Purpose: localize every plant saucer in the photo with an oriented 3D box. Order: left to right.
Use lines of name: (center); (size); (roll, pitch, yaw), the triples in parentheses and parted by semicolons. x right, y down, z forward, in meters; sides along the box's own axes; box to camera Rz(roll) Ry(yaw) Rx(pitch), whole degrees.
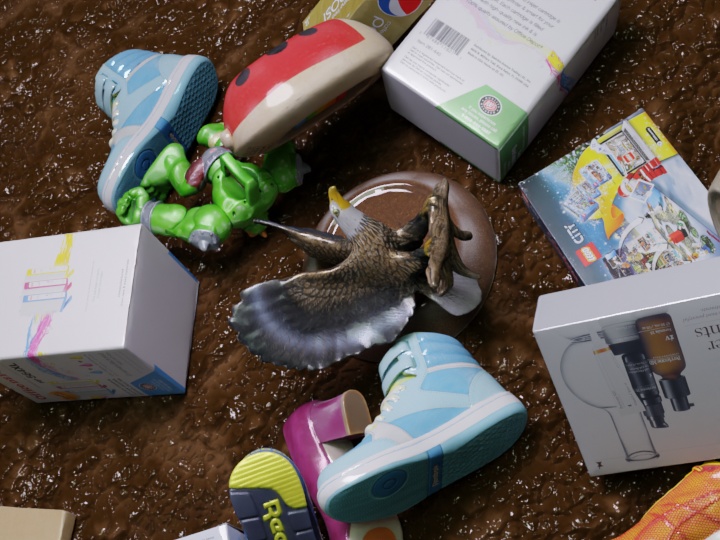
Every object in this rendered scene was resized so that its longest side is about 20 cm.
plant saucer: (0.030, -0.014, 1.026); (0.196, 0.037, 0.204); (-8, 64, 16)

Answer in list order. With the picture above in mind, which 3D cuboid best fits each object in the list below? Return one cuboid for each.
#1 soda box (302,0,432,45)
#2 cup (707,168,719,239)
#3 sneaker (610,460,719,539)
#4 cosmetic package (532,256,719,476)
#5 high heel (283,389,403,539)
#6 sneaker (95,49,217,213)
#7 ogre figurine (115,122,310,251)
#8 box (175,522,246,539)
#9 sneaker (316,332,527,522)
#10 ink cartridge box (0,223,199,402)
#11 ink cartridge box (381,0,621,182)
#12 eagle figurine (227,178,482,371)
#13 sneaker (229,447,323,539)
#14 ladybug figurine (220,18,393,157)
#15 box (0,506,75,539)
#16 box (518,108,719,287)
soda box: (0.019, -0.276, 1.076); (0.200, 0.063, 0.069); (-42, 44, 44)
cup: (0.356, -0.053, 0.827); (0.141, 0.201, 0.202); (-27, 59, 2)
sneaker: (0.262, 0.195, 0.833); (0.197, 0.074, 0.078); (-23, 39, 2)
cosmetic package: (0.249, 0.073, 0.819); (0.197, 0.152, 0.052); (-14, 30, 25)
high heel: (-0.023, 0.211, 0.934); (0.095, 0.067, 0.204); (-28, 68, 41)
sneaker: (-0.252, -0.155, 1.165); (0.129, 0.080, 0.202); (17, 62, 24)
ogre figurine: (-0.139, -0.091, 1.083); (0.198, 0.099, 0.120); (-27, 52, -34)
box: (-0.172, 0.331, 0.896); (0.197, 0.097, 0.179); (-20, 60, 10)
sneaker: (0.030, 0.125, 0.914); (0.197, 0.080, 0.131); (-19, 50, -25)
ink cartridge box: (-0.279, 0.048, 1.053); (0.196, 0.129, 0.128); (-7, 63, 17)
ink cartridge box: (0.138, -0.214, 1.042); (0.144, 0.084, 0.201); (36, 80, 18)
eagle figurine: (-0.003, -0.007, 0.940); (0.198, 0.151, 0.153); (-24, 84, 28)
sneaker: (-0.058, 0.241, 0.895); (0.072, 0.082, 0.204); (-12, 95, -6)
ladybug figurine: (-0.057, -0.179, 1.025); (0.199, 0.135, 0.073); (-36, 92, -26)
box: (-0.360, 0.324, 1.011); (0.160, 0.021, 0.204); (-2, 64, 19)
box: (0.247, -0.032, 0.954); (0.135, 0.038, 0.202); (-30, 59, 4)
